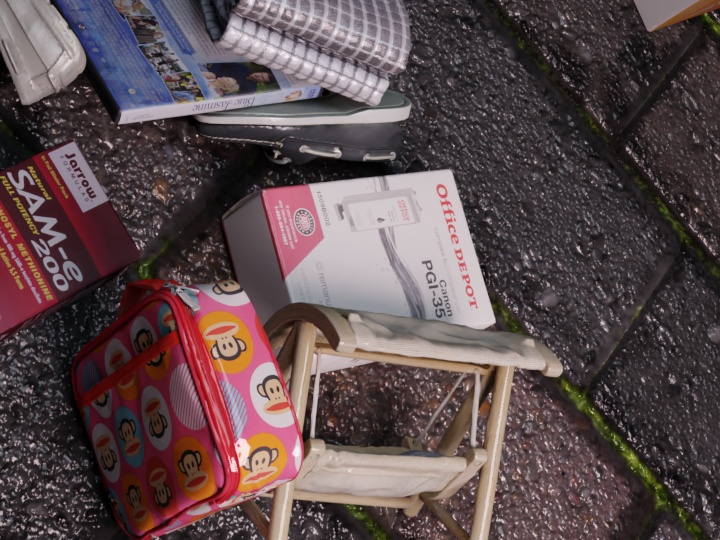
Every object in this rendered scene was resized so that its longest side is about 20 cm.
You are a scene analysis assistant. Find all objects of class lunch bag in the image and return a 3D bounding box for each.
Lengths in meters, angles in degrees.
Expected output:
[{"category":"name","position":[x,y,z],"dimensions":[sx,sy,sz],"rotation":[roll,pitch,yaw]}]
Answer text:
[{"category":"lunch bag","position":[-0.131,0.089,1.041],"dimensions":[0.081,0.200,0.178],"rotation":[-12,77,-36]}]

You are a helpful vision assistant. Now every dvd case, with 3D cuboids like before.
[{"category":"dvd case","position":[-0.143,-0.186,1.210],"dimensions":[0.199,0.018,0.143],"rotation":[-13,56,-35]}]

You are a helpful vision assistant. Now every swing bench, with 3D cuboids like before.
[{"category":"swing bench","position":[0.016,0.120,1.113],"dimensions":[0.197,0.130,0.202],"rotation":[10,106,-31]}]

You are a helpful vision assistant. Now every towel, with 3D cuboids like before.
[{"category":"towel","position":[-0.051,-0.247,1.240],"dimensions":[0.164,0.086,0.201],"rotation":[15,39,-28]}]

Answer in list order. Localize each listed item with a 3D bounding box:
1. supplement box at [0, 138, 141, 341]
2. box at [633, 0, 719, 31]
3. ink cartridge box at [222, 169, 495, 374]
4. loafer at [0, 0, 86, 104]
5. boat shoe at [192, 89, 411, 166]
[{"category":"supplement box","position":[-0.272,-0.006,1.069],"dimensions":[0.199,0.061,0.109],"rotation":[-32,91,-37]},{"category":"box","position":[0.394,-0.346,1.582],"dimensions":[0.199,0.124,0.098],"rotation":[-23,86,-36]},{"category":"ink cartridge box","position":[0.000,0.000,1.228],"dimensions":[0.198,0.083,0.148],"rotation":[-9,78,-34]},{"category":"loafer","position":[-0.292,-0.219,1.126],"dimensions":[0.070,0.070,0.201],"rotation":[-37,83,-8]},{"category":"boat shoe","position":[-0.049,-0.117,1.249],"dimensions":[0.198,0.076,0.061],"rotation":[-2,117,-20]}]
